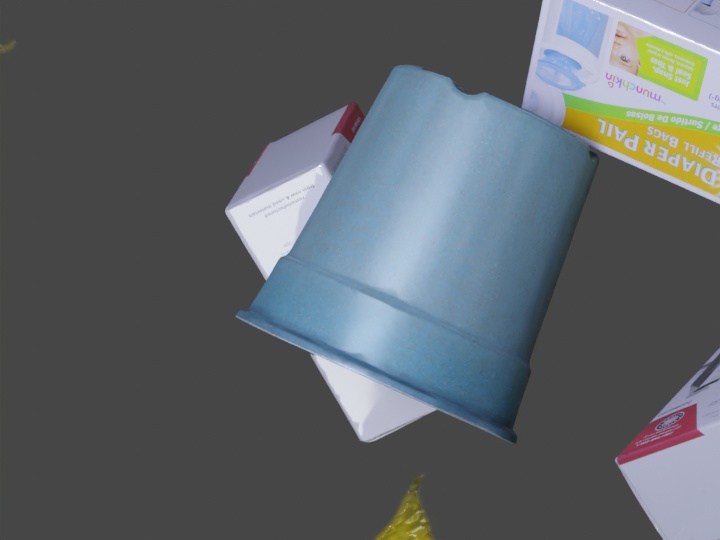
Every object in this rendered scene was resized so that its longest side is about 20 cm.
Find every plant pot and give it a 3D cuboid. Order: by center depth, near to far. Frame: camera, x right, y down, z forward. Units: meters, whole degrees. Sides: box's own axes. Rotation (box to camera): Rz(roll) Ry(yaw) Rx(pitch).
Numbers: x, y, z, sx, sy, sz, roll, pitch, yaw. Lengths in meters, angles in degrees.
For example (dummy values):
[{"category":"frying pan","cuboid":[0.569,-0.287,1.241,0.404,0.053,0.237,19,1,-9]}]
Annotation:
[{"category":"plant pot","cuboid":[0.050,-0.016,1.585,0.200,0.200,0.196,25,89,20]}]

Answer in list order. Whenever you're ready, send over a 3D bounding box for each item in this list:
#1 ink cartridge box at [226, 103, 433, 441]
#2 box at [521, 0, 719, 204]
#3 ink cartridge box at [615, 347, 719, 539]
[{"category":"ink cartridge box","cuboid":[0.000,0.000,1.760,0.083,0.147,0.200,-25,106,19]},{"category":"box","cuboid":[0.219,-0.126,1.557,0.200,0.101,0.113,25,132,20]},{"category":"ink cartridge box","cuboid":[0.282,0.088,1.595,0.147,0.200,0.083,-26,100,44]}]
